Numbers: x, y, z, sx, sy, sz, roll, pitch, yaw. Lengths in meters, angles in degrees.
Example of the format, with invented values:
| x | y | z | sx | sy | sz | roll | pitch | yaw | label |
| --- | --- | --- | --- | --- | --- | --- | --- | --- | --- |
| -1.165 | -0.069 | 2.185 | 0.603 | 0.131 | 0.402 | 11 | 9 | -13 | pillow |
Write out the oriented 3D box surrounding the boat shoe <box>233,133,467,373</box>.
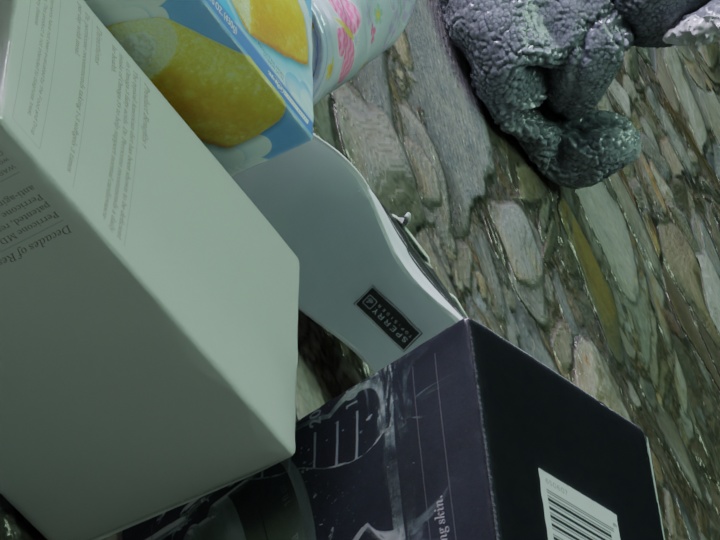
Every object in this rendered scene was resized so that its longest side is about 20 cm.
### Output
| x | y | z | sx | sy | sz | roll | pitch | yaw | label |
| --- | --- | --- | --- | --- | --- | --- | --- | --- | --- |
| 0.002 | -0.002 | 1.442 | 0.199 | 0.074 | 0.068 | 43 | 7 | -12 | boat shoe |

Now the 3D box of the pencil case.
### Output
| x | y | z | sx | sy | sz | roll | pitch | yaw | label |
| --- | --- | --- | --- | --- | --- | --- | --- | --- | --- |
| -0.031 | -0.139 | 1.499 | 0.200 | 0.083 | 0.091 | -50 | 128 | -67 | pencil case |

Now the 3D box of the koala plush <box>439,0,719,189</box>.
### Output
| x | y | z | sx | sy | sz | roll | pitch | yaw | label |
| --- | --- | --- | --- | --- | --- | --- | --- | --- | --- |
| 0.173 | -0.184 | 1.888 | 0.184 | 0.200 | 0.178 | 34 | 38 | -55 | koala plush |

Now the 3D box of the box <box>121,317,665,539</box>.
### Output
| x | y | z | sx | sy | sz | roll | pitch | yaw | label |
| --- | --- | --- | --- | --- | --- | --- | --- | --- | --- |
| 0.017 | 0.161 | 1.106 | 0.124 | 0.196 | 0.200 | 32 | 37 | -37 | box |

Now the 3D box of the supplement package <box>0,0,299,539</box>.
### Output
| x | y | z | sx | sy | sz | roll | pitch | yaw | label |
| --- | --- | --- | --- | --- | --- | --- | --- | --- | --- |
| -0.122 | -0.007 | 1.081 | 0.200 | 0.117 | 0.117 | 51 | 24 | -35 | supplement package |

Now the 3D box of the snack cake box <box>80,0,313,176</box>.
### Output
| x | y | z | sx | sy | sz | roll | pitch | yaw | label |
| --- | --- | --- | --- | --- | --- | --- | --- | --- | --- |
| -0.096 | -0.141 | 1.120 | 0.200 | 0.067 | 0.115 | 50 | 27 | -38 | snack cake box |
